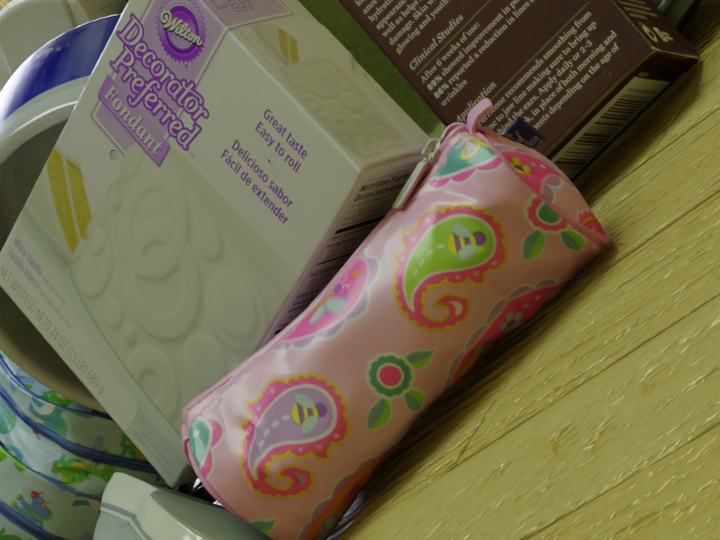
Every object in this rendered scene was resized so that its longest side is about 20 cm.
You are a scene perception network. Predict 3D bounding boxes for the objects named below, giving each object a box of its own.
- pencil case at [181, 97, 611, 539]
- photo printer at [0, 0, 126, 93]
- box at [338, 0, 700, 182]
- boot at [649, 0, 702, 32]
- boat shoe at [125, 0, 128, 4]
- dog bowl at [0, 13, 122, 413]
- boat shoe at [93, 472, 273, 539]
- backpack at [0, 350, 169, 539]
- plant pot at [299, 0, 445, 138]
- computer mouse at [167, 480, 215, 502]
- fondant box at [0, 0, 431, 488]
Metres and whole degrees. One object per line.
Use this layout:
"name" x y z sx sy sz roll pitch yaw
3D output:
"pencil case" 0.013 0.024 1.216 0.200 0.087 0.087 -47 8 9
"photo printer" -0.127 -0.088 1.597 0.069 0.167 0.200 -19 10 15
"box" 0.051 -0.137 1.341 0.100 0.200 0.075 -44 -16 18
"boot" 0.075 -0.181 1.424 0.073 0.200 0.182 -53 6 8
"boat shoe" -0.099 -0.195 1.577 0.074 0.066 0.199 -42 10 35
"dog bowl" -0.094 -0.025 1.423 0.200 0.200 0.079 -43 24 30
"boat shoe" -0.079 0.136 1.272 0.201 0.070 0.072 -173 102 -74
"backpack" -0.170 0.081 1.540 0.154 0.163 0.200 -45 42 28
"plant pot" 0.003 -0.123 1.592 0.200 0.184 0.200 -46 9 10
"computer mouse" -0.109 0.152 1.448 0.200 0.034 0.059 -47 -20 -28
"fondant box" -0.069 -0.025 1.286 0.058 0.144 0.200 -16 -34 -49
